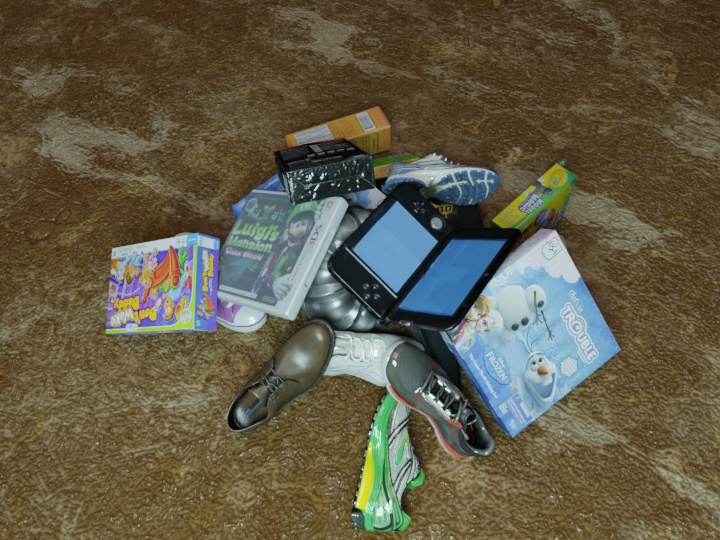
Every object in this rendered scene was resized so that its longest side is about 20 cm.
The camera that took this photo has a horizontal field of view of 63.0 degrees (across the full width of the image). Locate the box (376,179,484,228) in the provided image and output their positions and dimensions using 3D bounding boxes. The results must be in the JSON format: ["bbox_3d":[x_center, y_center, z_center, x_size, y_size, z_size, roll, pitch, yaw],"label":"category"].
[{"bbox_3d":[0.109,-0.095,1.034,0.196,0.050,0.162,-6,52,-1],"label":"box"}]

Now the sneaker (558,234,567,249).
[{"bbox_3d":[0.263,0.014,0.929,0.110,0.078,0.202,9,50,16],"label":"sneaker"}]

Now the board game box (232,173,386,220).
[{"bbox_3d":[-0.071,-0.093,0.965,0.200,0.044,0.199,-41,69,-21],"label":"board game box"}]

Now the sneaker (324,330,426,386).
[{"bbox_3d":[-0.005,0.121,0.838,0.197,0.087,0.076,-2,70,18],"label":"sneaker"}]

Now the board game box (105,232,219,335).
[{"bbox_3d":[-0.300,0.025,0.886,0.197,0.045,0.137,-7,79,32],"label":"board game box"}]

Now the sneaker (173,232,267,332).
[{"bbox_3d":[-0.233,0.014,0.934,0.199,0.115,0.073,33,60,22],"label":"sneaker"}]

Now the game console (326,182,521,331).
[{"bbox_3d":[0.084,-0.029,0.786,0.172,0.119,0.200,44,59,-1],"label":"game console"}]

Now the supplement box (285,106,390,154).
[{"bbox_3d":[-0.042,-0.249,1.142,0.197,0.067,0.069,-19,58,-9],"label":"supplement box"}]

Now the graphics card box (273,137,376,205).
[{"bbox_3d":[-0.060,-0.155,0.886,0.123,0.052,0.200,-12,21,-10],"label":"graphics card box"}]

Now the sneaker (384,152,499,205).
[{"bbox_3d":[0.139,-0.166,1.009,0.196,0.078,0.086,-1,50,2],"label":"sneaker"}]

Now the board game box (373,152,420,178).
[{"bbox_3d":[0.005,-0.184,1.087,0.197,0.030,0.096,-11,18,-7],"label":"board game box"}]

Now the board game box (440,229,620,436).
[{"bbox_3d":[0.226,0.084,0.799,0.198,0.043,0.201,-36,103,-8],"label":"board game box"}]

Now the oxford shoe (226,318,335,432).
[{"bbox_3d":[-0.107,0.149,0.792,0.073,0.084,0.201,41,100,9],"label":"oxford shoe"}]

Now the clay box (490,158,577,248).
[{"bbox_3d":[0.289,-0.090,0.979,0.199,0.116,0.047,-39,61,-22],"label":"clay box"}]

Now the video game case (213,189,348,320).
[{"bbox_3d":[-0.129,-0.032,0.851,0.198,0.023,0.184,10,68,40],"label":"video game case"}]

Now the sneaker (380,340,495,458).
[{"bbox_3d":[0.110,0.166,0.763,0.200,0.082,0.077,47,65,-16],"label":"sneaker"}]

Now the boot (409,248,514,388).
[{"bbox_3d":[0.175,0.070,0.860,0.198,0.066,0.166,-29,55,7],"label":"boot"}]

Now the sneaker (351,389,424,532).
[{"bbox_3d":[0.047,0.245,0.785,0.084,0.078,0.203,12,64,4],"label":"sneaker"}]

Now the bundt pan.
[{"bbox_3d":[0.000,0.000,0.876,0.201,0.204,0.075,-38,20,-22],"label":"bundt pan"}]
